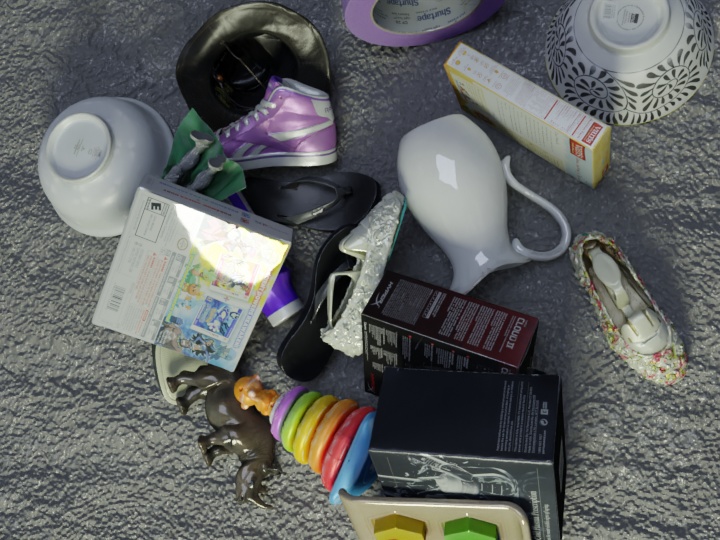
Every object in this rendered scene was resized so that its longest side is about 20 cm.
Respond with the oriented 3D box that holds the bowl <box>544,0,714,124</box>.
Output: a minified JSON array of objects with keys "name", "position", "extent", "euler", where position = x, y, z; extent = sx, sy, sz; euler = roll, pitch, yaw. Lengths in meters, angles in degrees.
[{"name":"bowl","position":[0.315,-0.282,1.108],"extent":[0.201,0.094,0.201],"euler":[-3,77,14]}]

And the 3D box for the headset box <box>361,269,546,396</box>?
[{"name":"headset box","position":[0.106,0.100,1.050],"extent":[0.200,0.149,0.077],"euler":[17,51,18]}]

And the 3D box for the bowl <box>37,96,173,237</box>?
[{"name":"bowl","position":[-0.356,-0.151,1.262],"extent":[0.201,0.090,0.201],"euler":[-3,78,15]}]

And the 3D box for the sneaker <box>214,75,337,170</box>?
[{"name":"sneaker","position":[-0.132,-0.189,1.188],"extent":[0.200,0.073,0.114],"euler":[-6,118,-1]}]

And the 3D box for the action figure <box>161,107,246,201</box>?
[{"name":"action figure","position":[-0.229,-0.084,1.132],"extent":[0.200,0.055,0.118],"euler":[-44,70,34]}]

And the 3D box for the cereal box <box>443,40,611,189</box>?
[{"name":"cereal box","position":[0.196,-0.178,1.092],"extent":[0.200,0.144,0.040],"euler":[34,88,18]}]

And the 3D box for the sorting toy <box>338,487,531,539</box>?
[{"name":"sorting toy","position":[0.085,0.296,1.009],"extent":[0.200,0.185,0.037],"euler":[2,51,17]}]

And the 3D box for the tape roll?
[{"name":"tape roll","position":[0.074,-0.345,1.128],"extent":[0.200,0.200,0.066],"euler":[-13,77,12]}]

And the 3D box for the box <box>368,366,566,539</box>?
[{"name":"box","position":[0.121,0.201,0.995],"extent":[0.182,0.200,0.104],"euler":[2,50,17]}]

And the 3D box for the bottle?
[{"name":"bottle","position":[-0.142,-0.025,1.175],"extent":[0.065,0.084,0.200],"euler":[-32,88,-14]}]

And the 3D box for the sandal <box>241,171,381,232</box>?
[{"name":"sandal","position":[-0.073,-0.088,1.197],"extent":[0.200,0.043,0.076],"euler":[-2,78,15]}]

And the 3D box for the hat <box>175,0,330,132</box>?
[{"name":"hat","position":[-0.134,-0.263,1.218],"extent":[0.200,0.201,0.081],"euler":[-17,33,11]}]

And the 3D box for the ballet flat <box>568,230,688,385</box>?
[{"name":"ballet flat","position":[0.297,0.041,1.062],"extent":[0.076,0.064,0.200],"euler":[-34,73,5]}]

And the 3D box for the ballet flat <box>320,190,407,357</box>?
[{"name":"ballet flat","position":[0.000,0.000,1.081],"extent":[0.072,0.072,0.200],"euler":[15,91,17]}]

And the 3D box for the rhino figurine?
[{"name":"rhino figurine","position":[-0.155,0.200,1.149],"extent":[0.087,0.060,0.200],"euler":[-27,73,-15]}]

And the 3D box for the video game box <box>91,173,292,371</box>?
[{"name":"video game box","position":[-0.198,0.007,1.107],"extent":[0.182,0.047,0.200],"euler":[22,118,-10]}]

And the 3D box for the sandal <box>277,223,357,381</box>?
[{"name":"sandal","position":[-0.032,0.042,1.136],"extent":[0.076,0.043,0.200],"euler":[23,89,-22]}]

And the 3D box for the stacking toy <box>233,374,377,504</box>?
[{"name":"stacking toy","position":[-0.066,0.179,1.108],"extent":[0.200,0.110,0.116],"euler":[24,94,20]}]

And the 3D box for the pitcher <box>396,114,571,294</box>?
[{"name":"pitcher","position":[0.143,-0.085,1.111],"extent":[0.171,0.121,0.200],"euler":[-20,85,-9]}]

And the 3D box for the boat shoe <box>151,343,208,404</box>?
[{"name":"boat shoe","position":[-0.237,0.070,1.206],"extent":[0.072,0.068,0.200],"euler":[-4,88,-27]}]
